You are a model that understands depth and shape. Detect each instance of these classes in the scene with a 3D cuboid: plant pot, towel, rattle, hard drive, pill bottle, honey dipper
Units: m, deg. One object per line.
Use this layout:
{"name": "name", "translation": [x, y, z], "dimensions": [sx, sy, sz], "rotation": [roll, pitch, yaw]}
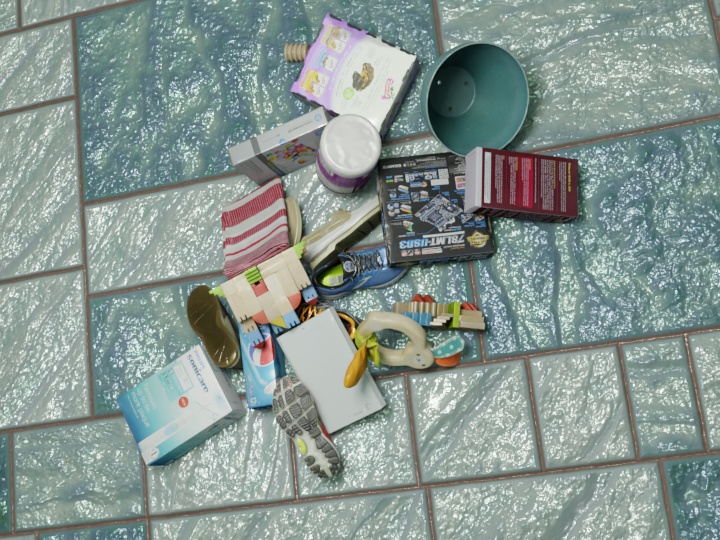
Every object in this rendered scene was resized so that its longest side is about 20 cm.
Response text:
{"name": "plant pot", "translation": [0.191, -0.319, 1.692], "dimensions": [0.197, 0.135, 0.203], "rotation": [-5, 108, -15]}
{"name": "towel", "translation": [-0.203, -0.085, 1.763], "dimensions": [0.143, 0.023, 0.201], "rotation": [-27, 42, 15]}
{"name": "rattle", "translation": [0.083, 0.162, 1.616], "dimensions": [0.198, 0.143, 0.131], "rotation": [27, 119, -10]}
{"name": "hard drive", "translation": [-0.054, 0.183, 1.683], "dimensions": [0.131, 0.026, 0.202], "rotation": [-29, 89, 28]}
{"name": "pill bottle", "translation": [-0.026, -0.203, 1.699], "dimensions": [0.110, 0.200, 0.114], "rotation": [1, 80, -7]}
{"name": "honey dipper", "translation": [-0.054, -0.437, 1.845], "dimensions": [0.197, 0.038, 0.039], "rotation": [1, 80, 13]}

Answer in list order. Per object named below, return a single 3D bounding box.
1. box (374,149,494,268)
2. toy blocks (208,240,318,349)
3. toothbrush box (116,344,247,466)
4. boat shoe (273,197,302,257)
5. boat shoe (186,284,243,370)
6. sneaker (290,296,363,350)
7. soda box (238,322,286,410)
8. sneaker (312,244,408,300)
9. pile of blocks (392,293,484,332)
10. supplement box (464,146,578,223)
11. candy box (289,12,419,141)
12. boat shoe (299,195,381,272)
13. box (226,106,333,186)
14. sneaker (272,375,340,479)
{"name": "box", "translation": [0.134, -0.114, 1.698], "dimensions": [0.197, 0.050, 0.202], "rotation": [-7, 78, -5]}
{"name": "toy blocks", "translation": [-0.157, 0.053, 1.682], "dimensions": [0.198, 0.100, 0.138], "rotation": [-28, 91, -2]}
{"name": "toothbrush box", "translation": [-0.340, 0.258, 1.761], "dimensions": [0.199, 0.085, 0.148], "rotation": [-32, 73, 6]}
{"name": "boat shoe", "translation": [-0.162, -0.047, 1.767], "dimensions": [0.072, 0.064, 0.203], "rotation": [-6, 72, 53]}
{"name": "boat shoe", "translation": [-0.277, 0.115, 1.782], "dimensions": [0.073, 0.065, 0.201], "rotation": [-33, 55, 6]}
{"name": "sneaker", "translation": [-0.071, 0.092, 1.727], "dimensions": [0.197, 0.077, 0.079], "rotation": [15, 85, 18]}
{"name": "soda box", "translation": [-0.185, 0.158, 1.747], "dimensions": [0.063, 0.068, 0.203], "rotation": [-12, 77, 12]}
{"name": "sneaker", "translation": [0.000, 0.000, 1.718], "dimensions": [0.198, 0.089, 0.079], "rotation": [-23, 76, 9]}
{"name": "pile of blocks", "translation": [0.130, 0.073, 1.674], "dimensions": [0.197, 0.082, 0.063], "rotation": [2, 80, 15]}
{"name": "supplement box", "translation": [0.286, -0.150, 1.643], "dimensions": [0.197, 0.061, 0.111], "rotation": [6, 80, -14]}
{"name": "candy box", "translation": [-0.009, -0.371, 1.782], "dimensions": [0.198, 0.072, 0.169], "rotation": [28, 91, 10]}
{"name": "boat shoe", "translation": [-0.030, -0.085, 1.750], "dimensions": [0.199, 0.075, 0.069], "rotation": [-38, 71, 0]}
{"name": "box", "translation": [-0.135, -0.234, 1.764], "dimensions": [0.198, 0.156, 0.042], "rotation": [-23, 76, 9]}
{"name": "sneaker", "translation": [-0.102, 0.289, 1.690], "dimensions": [0.076, 0.085, 0.202], "rotation": [-25, 85, -3]}
